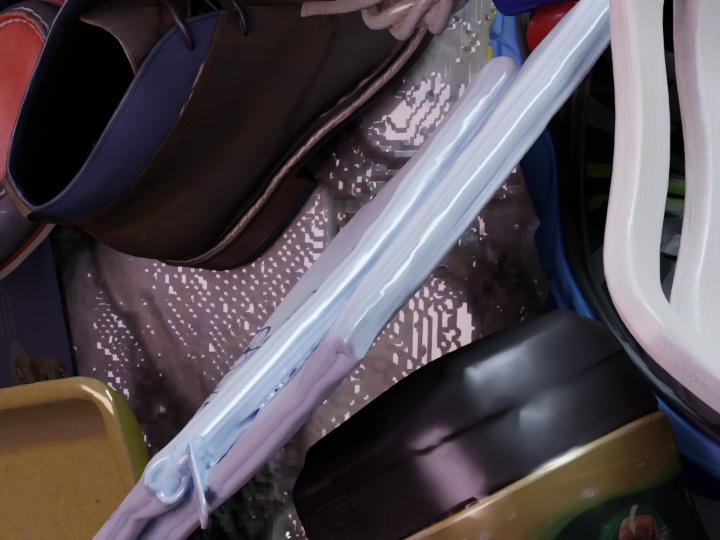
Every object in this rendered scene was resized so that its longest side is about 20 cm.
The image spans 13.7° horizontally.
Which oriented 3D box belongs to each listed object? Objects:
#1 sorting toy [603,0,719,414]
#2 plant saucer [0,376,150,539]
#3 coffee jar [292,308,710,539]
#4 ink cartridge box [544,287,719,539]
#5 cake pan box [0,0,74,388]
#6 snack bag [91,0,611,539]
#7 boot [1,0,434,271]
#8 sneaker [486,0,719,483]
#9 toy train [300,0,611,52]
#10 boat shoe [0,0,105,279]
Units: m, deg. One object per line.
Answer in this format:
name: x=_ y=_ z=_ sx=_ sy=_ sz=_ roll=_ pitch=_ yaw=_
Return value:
sorting toy: x=0.127 y=-0.010 z=0.747 sx=0.107 sy=0.180 sz=0.201 roll=-18 pitch=58 yaw=43
plant saucer: x=-0.122 y=0.135 z=1.014 sx=0.199 sy=0.048 sz=0.201 roll=-9 pitch=100 yaw=35
coffee jar: x=0.062 y=0.115 z=0.789 sx=0.104 sy=0.085 sz=0.201 roll=-35 pitch=79 yaw=55
ink cartridge box: x=0.105 y=0.108 z=0.871 sx=0.199 sy=0.040 sz=0.201 roll=14 pitch=96 yaw=38
cake pan box: x=-0.195 y=0.002 z=1.109 sx=0.184 sy=0.052 sz=0.201 roll=-21 pitch=74 yaw=33
snack bag: x=0.000 y=0.000 z=0.785 sx=0.021 sy=0.189 sz=0.200 roll=40 pitch=146 yaw=-2
boot: x=-0.035 y=-0.084 z=0.958 sx=0.075 sy=0.097 sz=0.201 roll=43 pitch=113 yaw=32
sneaker: x=0.095 y=-0.019 z=0.855 sx=0.082 sy=0.071 sz=0.200 roll=-32 pitch=52 yaw=21
toy train: x=0.077 y=-0.117 z=0.867 sx=0.200 sy=0.115 sz=0.085 roll=-9 pitch=109 yaw=55
boat shoe: x=-0.162 y=-0.016 z=1.017 sx=0.200 sy=0.062 sz=0.071 roll=-45 pitch=61 yaw=21
